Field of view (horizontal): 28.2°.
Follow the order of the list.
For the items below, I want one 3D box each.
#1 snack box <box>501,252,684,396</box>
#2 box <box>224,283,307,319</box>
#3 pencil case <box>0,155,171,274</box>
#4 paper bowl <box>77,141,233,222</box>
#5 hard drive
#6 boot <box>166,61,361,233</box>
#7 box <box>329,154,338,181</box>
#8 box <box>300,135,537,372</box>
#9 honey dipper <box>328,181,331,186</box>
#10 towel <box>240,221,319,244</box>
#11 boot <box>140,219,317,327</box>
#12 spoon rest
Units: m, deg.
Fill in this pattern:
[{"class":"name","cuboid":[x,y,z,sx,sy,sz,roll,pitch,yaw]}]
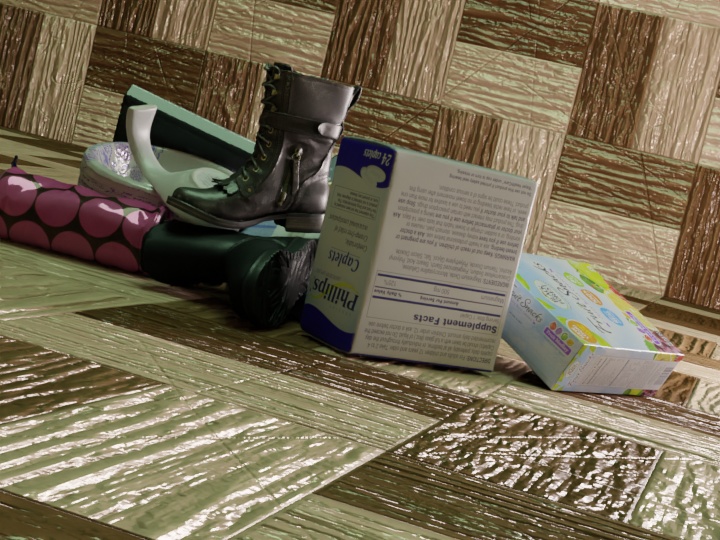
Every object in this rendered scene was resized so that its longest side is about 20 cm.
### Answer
[{"class":"snack box","cuboid":[0.227,0.056,1.540,0.200,0.068,0.169,6,33,-47]},{"class":"box","cuboid":[-0.039,0.038,1.551,0.121,0.032,0.200,9,8,-44]},{"class":"pencil case","cuboid":[-0.306,-0.058,1.580,0.199,0.091,0.094,17,9,9]},{"class":"paper bowl","cuboid":[-0.241,-0.075,1.714,0.200,0.105,0.201,13,17,-4]},{"class":"hard drive","cuboid":[-0.220,-0.141,1.826,0.200,0.140,0.033,25,49,-1]},{"class":"boot","cuboid":[-0.102,-0.132,1.505,0.200,0.175,0.069,3,11,-28]},{"class":"box","cuboid":[-0.033,-0.086,1.917,0.121,0.200,0.032,47,-24,23]},{"class":"box","cuboid":[0.056,-0.014,1.412,0.184,0.201,0.105,10,5,-35]},{"class":"honey dipper","cuboid":[-0.013,-0.105,1.715,0.199,0.038,0.038,-8,13,-22]},{"class":"towel","cuboid":[-0.033,-0.049,1.596,0.199,0.024,0.147,2,22,7]},{"class":"boot","cuboid":[-0.148,0.000,1.449,0.168,0.077,0.200,6,15,13]},{"class":"spoon rest","cuboid":[-0.199,-0.105,1.606,0.099,0.061,0.200,-12,49,-44]}]
